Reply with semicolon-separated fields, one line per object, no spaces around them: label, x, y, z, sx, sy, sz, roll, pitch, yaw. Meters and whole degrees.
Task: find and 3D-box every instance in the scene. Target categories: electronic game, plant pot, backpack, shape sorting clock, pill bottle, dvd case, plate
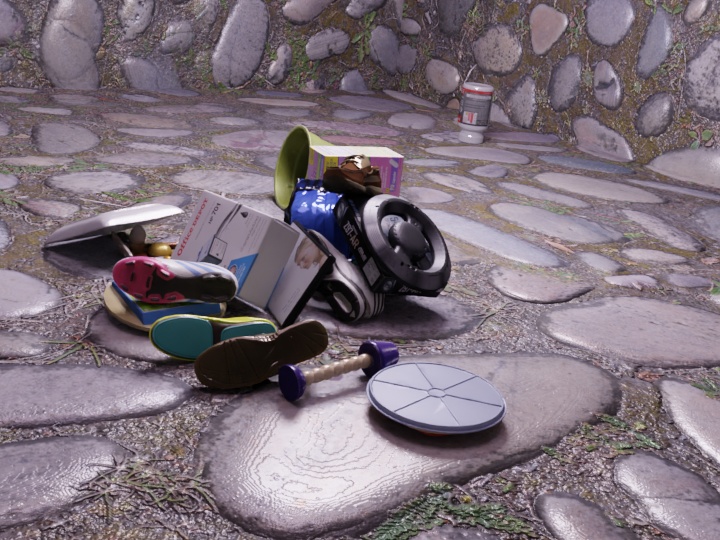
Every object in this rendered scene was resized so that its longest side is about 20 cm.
electronic game;0.082;-0.049;1.616;0.198;0.042;0.202;27;42;-26
plant pot;-0.083;-0.229;2.212;0.188;0.203;0.200;10;15;-28
backpack;-0.068;-0.086;1.777;0.165;0.165;0.200;-2;21;7
shape sorting clock;-0.319;0.052;1.502;0.197;0.040;0.201;8;22;-3
pill bottle;0.408;-0.563;3.285;0.114;0.203;0.116;6;19;-2
dvd case;-0.119;0.002;1.578;0.017;0.144;0.200;32;5;-29
plate;-0.472;-0.093;1.756;0.197;0.033;0.199;-10;5;38

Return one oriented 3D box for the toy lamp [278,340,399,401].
toy lamp;-0.026;0.141;1.327;0.198;0.059;0.058;-11;26;-38

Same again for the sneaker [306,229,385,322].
sneaker;-0.028;0.011;1.630;0.114;0.076;0.201;1;46;-49

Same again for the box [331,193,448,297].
box;0.053;-0.044;1.662;0.159;0.044;0.202;6;45;-39

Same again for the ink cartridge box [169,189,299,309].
ink cartridge box;-0.221;-0.039;1.606;0.198;0.148;0.086;22;-6;39

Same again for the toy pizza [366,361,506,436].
toy pizza;0.105;0.184;1.283;0.197;0.032;0.201;5;20;-2

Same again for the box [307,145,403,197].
box;-0.016;-0.184;2.076;0.197;0.179;0.097;-2;20;-24

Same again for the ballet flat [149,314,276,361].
ballet flat;-0.223;0.100;1.381;0.197;0.068;0.067;1;-2;-24

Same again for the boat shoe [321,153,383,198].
boat shoe;-0.014;-0.176;1.679;0.074;0.075;0.200;3;-1;20

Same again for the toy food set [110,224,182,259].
toy food set;-0.361;-0.050;1.749;0.197;0.061;0.143;-5;22;-29

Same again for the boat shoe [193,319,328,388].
boat shoe;-0.143;0.126;1.319;0.198;0.073;0.066;-17;-12;-20

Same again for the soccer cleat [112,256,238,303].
soccer cleat;-0.295;0.017;1.471;0.197;0.071;0.086;9;9;-12

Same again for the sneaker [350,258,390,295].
sneaker;0.000;0.000;1.703;0.197;0.081;0.077;-2;21;-23
